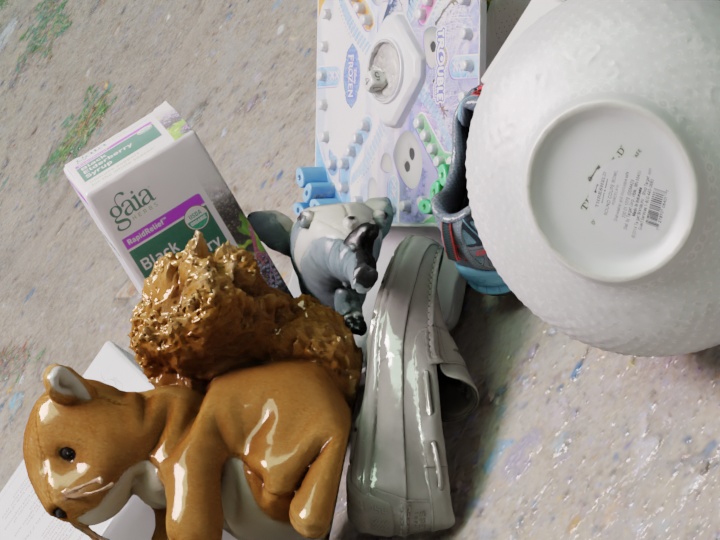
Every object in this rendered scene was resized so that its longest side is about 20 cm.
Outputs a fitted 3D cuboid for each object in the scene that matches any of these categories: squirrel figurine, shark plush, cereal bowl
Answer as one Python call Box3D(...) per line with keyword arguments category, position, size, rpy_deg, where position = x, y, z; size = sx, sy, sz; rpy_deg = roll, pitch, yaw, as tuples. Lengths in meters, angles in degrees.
Box3D(category="squirrel figurine", position=(-0.099, 0.085, 1.654), size=(0.142, 0.186, 0.200), rpy_deg=(98, -177, -69))
Box3D(category="shark plush", position=(0.000, 0.000, 1.705), size=(0.200, 0.091, 0.083), rpy_deg=(-179, 82, -70))
Box3D(category="cereal bowl", position=(0.141, -0.049, 1.443), size=(0.200, 0.200, 0.083), rpy_deg=(-42, -8, 26))

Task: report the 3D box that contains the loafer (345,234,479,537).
Box3D(category="loafer", position=(0.036, 0.068, 1.657), size=(0.070, 0.070, 0.200), rpy_deg=(89, -172, -58))

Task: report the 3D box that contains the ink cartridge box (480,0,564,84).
Box3D(category="ink cartridge box", position=(0.148, -0.095, 1.606), size=(0.068, 0.115, 0.200), rpy_deg=(-57, 23, 5))

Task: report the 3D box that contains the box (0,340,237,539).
Box3D(category="box", position=(-0.144, 0.156, 1.829), size=(0.152, 0.106, 0.200), rpy_deg=(-54, 23, 0))

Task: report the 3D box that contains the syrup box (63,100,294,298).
Box3D(category="syrup box", position=(-0.098, 0.003, 1.744), size=(0.079, 0.200, 0.081), rpy_deg=(-32, 23, -5))

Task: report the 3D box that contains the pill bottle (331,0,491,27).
Box3D(category="pill bottle", position=(0.059, -0.222, 1.945), size=(0.113, 0.113, 0.200), rpy_deg=(-23, 38, 50))

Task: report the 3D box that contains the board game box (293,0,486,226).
Box3D(category="board game box", position=(0.016, -0.129, 1.806), size=(0.200, 0.026, 0.200), rpy_deg=(3, 92, 59))

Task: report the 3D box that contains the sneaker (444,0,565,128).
Box3D(category="sneaker", position=(0.119, -0.149, 1.799), size=(0.088, 0.075, 0.200), rpy_deg=(-12, 45, 41))

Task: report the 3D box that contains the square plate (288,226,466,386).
Box3D(category="square plate", position=(0.015, 0.005, 1.830), size=(0.198, 0.028, 0.200), rpy_deg=(-33, 32, 39))

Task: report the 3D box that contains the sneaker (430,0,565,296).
Box3D(category="sneaker", position=(0.104, -0.089, 1.690), size=(0.079, 0.096, 0.200), rpy_deg=(6, 65, 37))
